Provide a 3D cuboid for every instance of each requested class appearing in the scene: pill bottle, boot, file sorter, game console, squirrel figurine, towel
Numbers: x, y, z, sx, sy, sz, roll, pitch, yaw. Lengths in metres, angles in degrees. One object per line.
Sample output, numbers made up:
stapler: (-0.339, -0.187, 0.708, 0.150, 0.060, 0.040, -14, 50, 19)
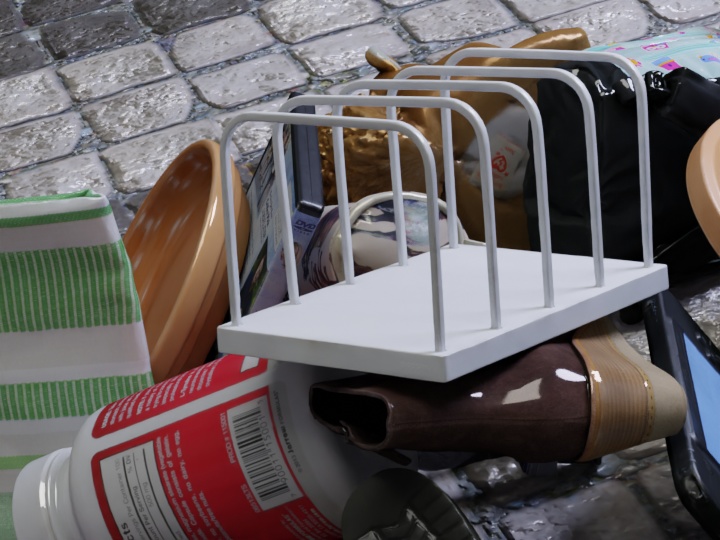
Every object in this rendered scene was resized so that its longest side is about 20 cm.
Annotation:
pill bottle: (-0.079, 0.108, 1.424, 0.200, 0.112, 0.112, -22, 24, 24)
boot: (0.052, 0.054, 1.360, 0.166, 0.072, 0.200, 0, 7, -20)
boot: (0.073, 0.194, 1.305, 0.077, 0.138, 0.200, -28, 68, 6)
file sorter: (0.040, -0.033, 1.345, 0.139, 0.125, 0.200, 5, 16, 37)
game console: (0.244, 0.089, 1.389, 0.116, 0.176, 0.200, -34, 24, 17)
squirrel figurine: (0.033, -0.088, 1.746, 0.200, 0.142, 0.187, -15, 21, -20)
towel: (-0.189, 0.058, 1.499, 0.152, 0.200, 0.023, -6, 14, 12)

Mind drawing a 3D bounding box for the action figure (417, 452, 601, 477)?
action figure: (0.029, 0.091, 1.502, 0.200, 0.069, 0.130, -18, 39, -4)

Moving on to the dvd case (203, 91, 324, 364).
dvd case: (-0.067, 0.011, 1.563, 0.018, 0.200, 0.143, 19, 27, -13)

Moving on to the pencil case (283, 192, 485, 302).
pencil case: (0.000, 0.000, 1.571, 0.089, 0.078, 0.200, 18, -8, -15)

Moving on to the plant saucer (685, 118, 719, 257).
plant saucer: (0.275, -0.020, 1.515, 0.200, 0.032, 0.200, 22, 37, -18)

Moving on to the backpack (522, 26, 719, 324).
backpack: (0.199, -0.077, 1.652, 0.200, 0.167, 0.127, -14, 36, -30)

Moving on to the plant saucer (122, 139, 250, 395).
plant saucer: (-0.116, 0.020, 1.591, 0.037, 0.200, 0.200, 25, 23, -18)
